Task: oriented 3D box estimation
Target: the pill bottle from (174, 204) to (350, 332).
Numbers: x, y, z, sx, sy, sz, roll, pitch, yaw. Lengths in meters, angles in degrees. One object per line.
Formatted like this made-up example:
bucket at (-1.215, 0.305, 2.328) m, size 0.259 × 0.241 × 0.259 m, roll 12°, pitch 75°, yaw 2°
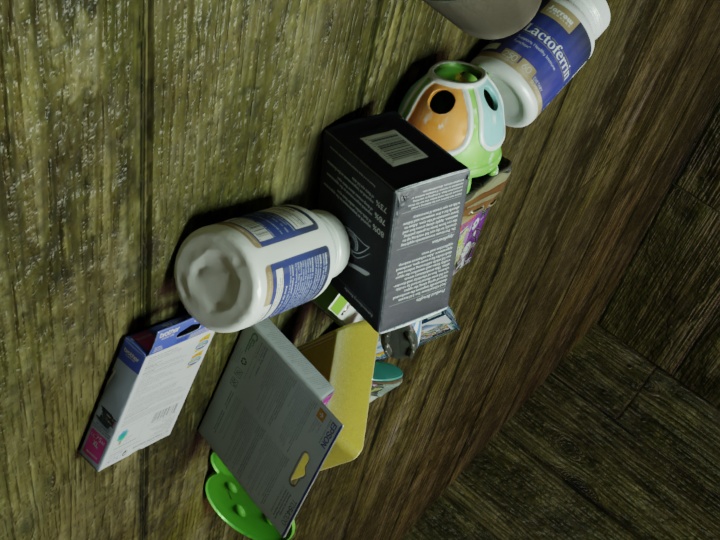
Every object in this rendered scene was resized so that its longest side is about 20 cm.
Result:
pill bottle at (-0.096, -0.010, 1.157) m, size 0.200 × 0.111 × 0.111 m, roll -22°, pitch 144°, yaw -57°

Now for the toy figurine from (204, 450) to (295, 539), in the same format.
toy figurine at (-0.129, 0.272, 1.615) m, size 0.184 × 0.150 × 0.201 m, roll -55°, pitch 142°, yaw -42°

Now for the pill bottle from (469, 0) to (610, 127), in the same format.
pill bottle at (0.243, -0.298, 1.456) m, size 0.200 × 0.116 × 0.116 m, roll -48°, pitch 161°, yaw -19°

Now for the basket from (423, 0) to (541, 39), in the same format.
basket at (0.127, -0.325, 1.114) m, size 0.181 × 0.136 × 0.200 m, roll -53°, pitch 165°, yaw 4°

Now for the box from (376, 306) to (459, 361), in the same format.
box at (0.044, 0.099, 1.646) m, size 0.199 × 0.038 × 0.137 m, roll -22°, pitch 164°, yaw 8°

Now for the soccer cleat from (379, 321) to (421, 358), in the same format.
soccer cleat at (0.051, 0.027, 1.435) m, size 0.086 × 0.070 × 0.201 m, roll -85°, pitch 178°, yaw -51°

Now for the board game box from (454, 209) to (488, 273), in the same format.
board game box at (0.123, -0.030, 1.561) m, size 0.200 × 0.032 × 0.120 m, roll -37°, pitch 145°, yaw -51°

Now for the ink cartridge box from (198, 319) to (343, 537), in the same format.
ink cartridge box at (-0.107, 0.194, 1.353) m, size 0.043 × 0.200 × 0.197 m, roll -9°, pitch 135°, yaw -48°

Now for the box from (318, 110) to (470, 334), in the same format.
box at (0.031, -0.056, 1.240) m, size 0.104 × 0.148 × 0.201 m, roll -19°, pitch 134°, yaw -29°

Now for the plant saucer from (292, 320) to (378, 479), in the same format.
plant saucer at (-0.068, 0.167, 1.420) m, size 0.200 × 0.048 × 0.201 m, roll -27°, pitch -137°, yaw 43°

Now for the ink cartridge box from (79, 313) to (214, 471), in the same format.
ink cartridge box at (-0.227, 0.119, 1.182) m, size 0.119 × 0.042 × 0.200 m, roll -23°, pitch 148°, yaw -56°

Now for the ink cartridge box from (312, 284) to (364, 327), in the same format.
ink cartridge box at (0.000, 0.000, 1.466) m, size 0.148 × 0.076 × 0.200 m, roll -52°, pitch 160°, yaw -5°

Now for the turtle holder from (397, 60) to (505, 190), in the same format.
turtle holder at (0.124, -0.186, 1.330) m, size 0.185 × 0.141 × 0.132 m, roll -19°, pitch 129°, yaw -36°

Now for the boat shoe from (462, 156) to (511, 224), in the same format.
boat shoe at (0.124, -0.091, 1.374) m, size 0.200 × 0.076 × 0.074 m, roll -26°, pitch 137°, yaw -42°

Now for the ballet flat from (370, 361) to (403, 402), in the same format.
ballet flat at (-0.014, 0.172, 1.609) m, size 0.200 × 0.069 × 0.071 m, roll 7°, pitch 108°, yaw -53°
